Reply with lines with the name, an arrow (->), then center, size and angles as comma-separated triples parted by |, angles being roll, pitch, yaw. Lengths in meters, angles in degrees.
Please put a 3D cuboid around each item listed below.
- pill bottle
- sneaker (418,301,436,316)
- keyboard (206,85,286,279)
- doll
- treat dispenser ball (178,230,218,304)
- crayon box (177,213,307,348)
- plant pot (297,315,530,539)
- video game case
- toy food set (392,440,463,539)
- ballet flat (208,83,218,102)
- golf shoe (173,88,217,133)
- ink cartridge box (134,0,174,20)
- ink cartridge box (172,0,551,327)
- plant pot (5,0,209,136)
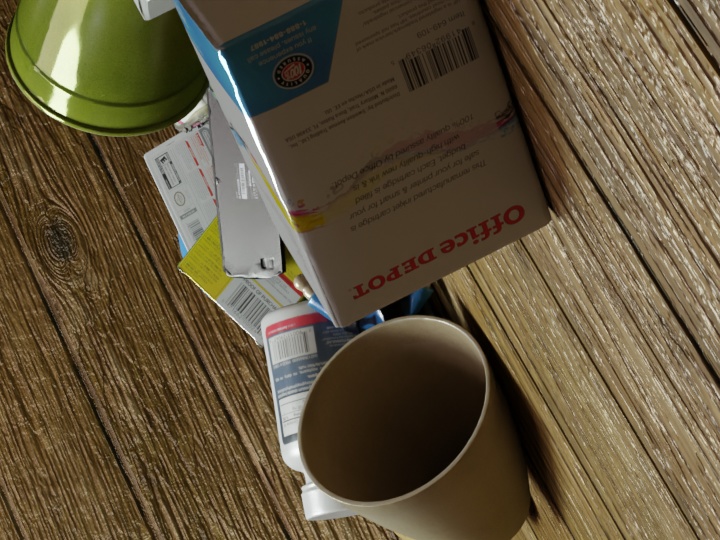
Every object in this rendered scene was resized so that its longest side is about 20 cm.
pill bottle -> -0.024, 0.133, 1.732 | 0.120, 0.119, 0.201 | 90, 171, -78
sneaker -> 0.027, 0.014, 1.823 | 0.200, 0.079, 0.096 | 51, 157, 33
keyboard -> -0.095, -0.090, 1.771 | 0.040, 0.104, 0.201 | -24, -67, -55
doll -> 0.000, 0.000, 1.661 | 0.048, 0.136, 0.200 | -42, -59, -69
treat dispenser ball -> -0.099, -0.046, 1.974 | 0.201, 0.201, 0.201 | 62, 175, 10
crayon box -> -0.074, -0.038, 1.812 | 0.127, 0.200, 0.051 | 43, -164, 11
plant pot -> 0.074, 0.171, 1.627 | 0.200, 0.187, 0.187 | 48, -173, -45
video game case -> -0.113, -0.104, 1.863 | 0.143, 0.200, 0.018 | 64, -162, 9
toy food set -> 0.074, 0.207, 1.819 | 0.200, 0.049, 0.198 | -5, 128, 45
ballet flat -> -0.063, -0.116, 1.672 | 0.200, 0.074, 0.074 | 31, -165, -35
golf shoe -> -0.183, -0.199, 1.860 | 0.092, 0.073, 0.200 | 61, 172, -21
ink cartridge box -> -0.161, -0.333, 1.493 | 0.200, 0.145, 0.145 | 64, 175, 1
ink cartridge box -> -0.003, -0.103, 1.059 | 0.146, 0.146, 0.200 | 55, 169, 55
plant pot -> -0.220, -0.261, 1.668 | 0.201, 0.200, 0.193 | 61, 152, 24
